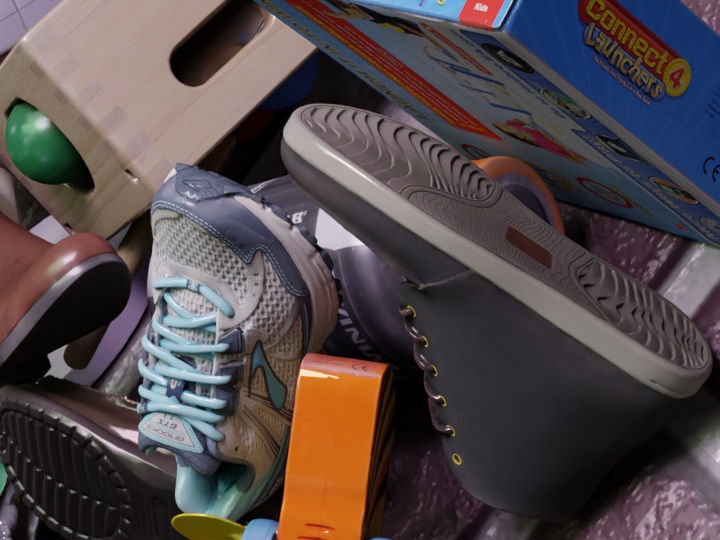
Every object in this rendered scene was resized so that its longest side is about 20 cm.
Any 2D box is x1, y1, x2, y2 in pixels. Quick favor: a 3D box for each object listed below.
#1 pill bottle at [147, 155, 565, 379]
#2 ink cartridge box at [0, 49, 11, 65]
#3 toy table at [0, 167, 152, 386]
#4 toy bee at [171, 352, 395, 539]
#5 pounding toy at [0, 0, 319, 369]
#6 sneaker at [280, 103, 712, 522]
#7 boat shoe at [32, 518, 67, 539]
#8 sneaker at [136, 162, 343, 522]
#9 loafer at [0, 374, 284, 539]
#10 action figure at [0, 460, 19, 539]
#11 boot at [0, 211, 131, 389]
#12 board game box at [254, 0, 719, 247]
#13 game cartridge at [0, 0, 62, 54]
[{"bbox_3d":[0.000,0.000,1.018,0.199,0.106,0.107,-14,58,44],"label":"pill bottle"},{"bbox_3d":[-0.225,-0.142,1.307,0.199,0.044,0.198,-7,30,32],"label":"ink cartridge box"},{"bbox_3d":[-0.223,0.013,1.258,0.200,0.117,0.184,-46,41,22],"label":"toy table"},{"bbox_3d":[-0.022,0.136,0.918,0.131,0.109,0.201,29,88,10],"label":"toy bee"},{"bbox_3d":[-0.107,-0.077,1.125,0.200,0.142,0.184,-45,7,-21],"label":"pounding toy"},{"bbox_3d":[0.034,0.022,0.898,0.106,0.200,0.075,-55,1,26],"label":"sneaker"},{"bbox_3d":[-0.135,0.141,1.119,0.075,0.066,0.200,-47,40,19],"label":"boat shoe"},{"bbox_3d":[-0.057,0.040,0.925,0.077,0.200,0.086,24,58,27],"label":"sneaker"},{"bbox_3d":[-0.095,0.101,1.070,0.199,0.071,0.073,21,124,27],"label":"loafer"},{"bbox_3d":[-0.219,0.178,1.198,0.118,0.055,0.201,-32,37,46],"label":"action figure"},{"bbox_3d":[-0.197,-0.046,1.092,0.201,0.068,0.188,64,155,6],"label":"boot"},{"bbox_3d":[0.071,-0.087,0.914,0.195,0.200,0.056,21,81,51],"label":"board game box"},{"bbox_3d":[-0.190,-0.170,1.237,0.133,0.042,0.200,6,37,43],"label":"game cartridge"}]
